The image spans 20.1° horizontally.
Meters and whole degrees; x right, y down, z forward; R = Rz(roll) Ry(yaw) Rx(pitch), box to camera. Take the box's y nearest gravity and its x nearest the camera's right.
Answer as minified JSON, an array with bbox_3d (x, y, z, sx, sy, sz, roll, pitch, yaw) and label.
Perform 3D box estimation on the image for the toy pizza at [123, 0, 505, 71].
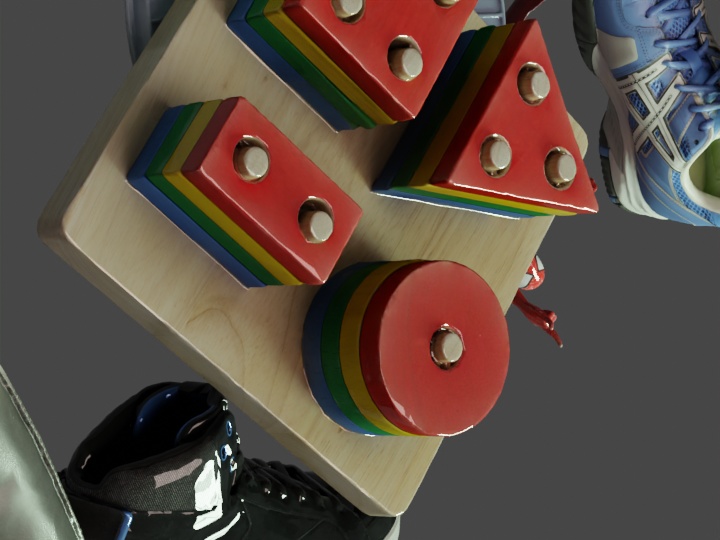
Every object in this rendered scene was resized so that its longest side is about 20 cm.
[{"bbox_3d":[-0.018,-0.104,0.849,0.200,0.032,0.201,2,86,-40],"label":"toy pizza"}]

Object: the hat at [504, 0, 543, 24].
[{"bbox_3d":[0.116,-0.223,0.975,0.200,0.176,0.166,-37,91,-32],"label":"hat"}]

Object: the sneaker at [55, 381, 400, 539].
[{"bbox_3d":[-0.051,0.097,0.920,0.200,0.073,0.112,-15,122,-42],"label":"sneaker"}]

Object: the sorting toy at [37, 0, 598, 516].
[{"bbox_3d":[0.008,-0.037,0.801,0.199,0.069,0.200,43,62,-30],"label":"sorting toy"}]

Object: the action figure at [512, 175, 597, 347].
[{"bbox_3d":[0.068,-0.044,0.965,0.065,0.099,0.200,-43,140,-13],"label":"action figure"}]

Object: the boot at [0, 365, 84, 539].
[{"bbox_3d":[-0.178,0.137,0.798,0.182,0.073,0.200,-35,129,-5],"label":"boot"}]

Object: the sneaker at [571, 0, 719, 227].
[{"bbox_3d":[0.164,-0.107,1.055,0.076,0.077,0.200,-41,134,-24],"label":"sneaker"}]
